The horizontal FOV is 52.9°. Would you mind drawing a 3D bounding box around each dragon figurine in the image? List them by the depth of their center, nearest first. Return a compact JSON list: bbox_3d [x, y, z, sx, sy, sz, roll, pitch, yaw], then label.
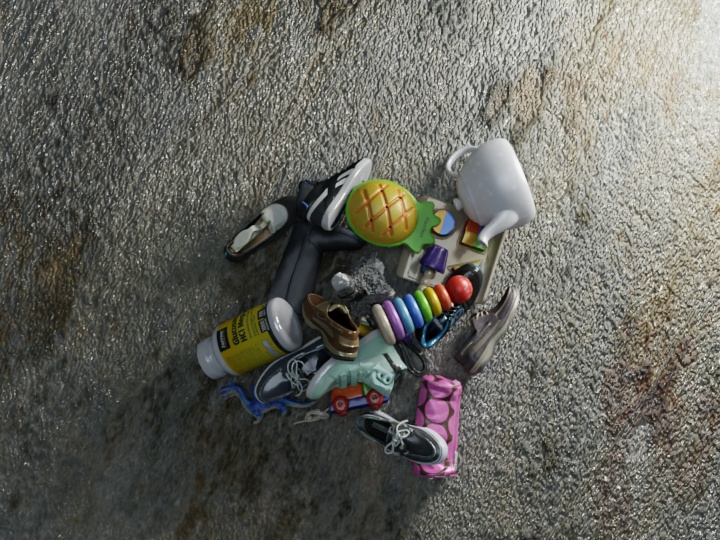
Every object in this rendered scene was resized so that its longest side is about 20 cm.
[{"bbox_3d":[-0.191,0.256,1.487,0.198,0.059,0.100,-14,84,1],"label":"dragon figurine"}]

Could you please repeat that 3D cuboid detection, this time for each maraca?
[{"bbox_3d":[0.066,-0.111,1.483,0.198,0.107,0.138,19,83,-4],"label":"maraca"}]

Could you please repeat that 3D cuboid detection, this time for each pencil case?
[{"bbox_3d":[0.159,0.315,1.462,0.093,0.090,0.202,0,84,36],"label":"pencil case"}]

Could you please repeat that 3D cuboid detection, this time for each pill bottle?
[{"bbox_3d":[-0.226,0.143,1.459,0.199,0.112,0.113,-26,83,16],"label":"pill bottle"}]

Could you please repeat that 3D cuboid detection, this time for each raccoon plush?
[{"bbox_3d":[0.000,0.000,1.445,0.096,0.200,0.135,-22,59,9],"label":"raccoon plush"}]

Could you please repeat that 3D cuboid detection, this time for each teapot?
[{"bbox_3d":[0.257,-0.165,1.473,0.145,0.200,0.199,-21,95,9],"label":"teapot"}]

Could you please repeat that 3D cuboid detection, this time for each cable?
[{"bbox_3d":[0.071,0.136,1.517,0.200,0.050,0.097,40,68,-7],"label":"cable"}]

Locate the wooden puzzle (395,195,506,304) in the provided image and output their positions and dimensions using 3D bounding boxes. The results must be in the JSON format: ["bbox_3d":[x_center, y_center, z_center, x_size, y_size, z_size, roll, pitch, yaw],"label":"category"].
[{"bbox_3d":[0.193,-0.046,1.522,0.198,0.046,0.187,18,84,3],"label":"wooden puzzle"}]

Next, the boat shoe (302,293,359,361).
[{"bbox_3d":[-0.051,0.095,1.409,0.075,0.200,0.074,5,116,-33],"label":"boat shoe"}]

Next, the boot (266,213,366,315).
[{"bbox_3d":[-0.093,0.001,1.510,0.163,0.066,0.202,18,81,11],"label":"boot"}]

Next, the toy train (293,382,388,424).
[{"bbox_3d":[-0.049,0.238,1.479,0.198,0.085,0.117,-11,73,-2],"label":"toy train"}]

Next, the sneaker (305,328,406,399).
[{"bbox_3d":[-0.003,0.212,1.406,0.200,0.074,0.118,-35,68,-16],"label":"sneaker"}]

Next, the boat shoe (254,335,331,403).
[{"bbox_3d":[-0.120,0.201,1.443,0.199,0.062,0.075,-30,106,-15],"label":"boat shoe"}]

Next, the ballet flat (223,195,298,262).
[{"bbox_3d":[-0.205,-0.088,1.522,0.200,0.068,0.068,-42,83,-4],"label":"ballet flat"}]

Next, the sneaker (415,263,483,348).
[{"bbox_3d":[0.184,0.077,1.468,0.073,0.082,0.201,33,101,-2],"label":"sneaker"}]

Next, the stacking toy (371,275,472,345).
[{"bbox_3d":[0.126,0.069,1.403,0.199,0.085,0.086,-24,84,-2],"label":"stacking toy"}]

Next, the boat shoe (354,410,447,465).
[{"bbox_3d":[0.075,0.328,1.424,0.198,0.068,0.074,24,97,34],"label":"boat shoe"}]

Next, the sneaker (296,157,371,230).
[{"bbox_3d":[-0.065,-0.180,1.511,0.111,0.073,0.201,23,57,17],"label":"sneaker"}]

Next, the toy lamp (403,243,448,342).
[{"bbox_3d":[0.121,0.043,1.467,0.058,0.058,0.201,26,90,4],"label":"toy lamp"}]

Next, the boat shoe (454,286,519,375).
[{"bbox_3d":[0.260,0.115,1.489,0.073,0.075,0.201,30,84,4],"label":"boat shoe"}]
